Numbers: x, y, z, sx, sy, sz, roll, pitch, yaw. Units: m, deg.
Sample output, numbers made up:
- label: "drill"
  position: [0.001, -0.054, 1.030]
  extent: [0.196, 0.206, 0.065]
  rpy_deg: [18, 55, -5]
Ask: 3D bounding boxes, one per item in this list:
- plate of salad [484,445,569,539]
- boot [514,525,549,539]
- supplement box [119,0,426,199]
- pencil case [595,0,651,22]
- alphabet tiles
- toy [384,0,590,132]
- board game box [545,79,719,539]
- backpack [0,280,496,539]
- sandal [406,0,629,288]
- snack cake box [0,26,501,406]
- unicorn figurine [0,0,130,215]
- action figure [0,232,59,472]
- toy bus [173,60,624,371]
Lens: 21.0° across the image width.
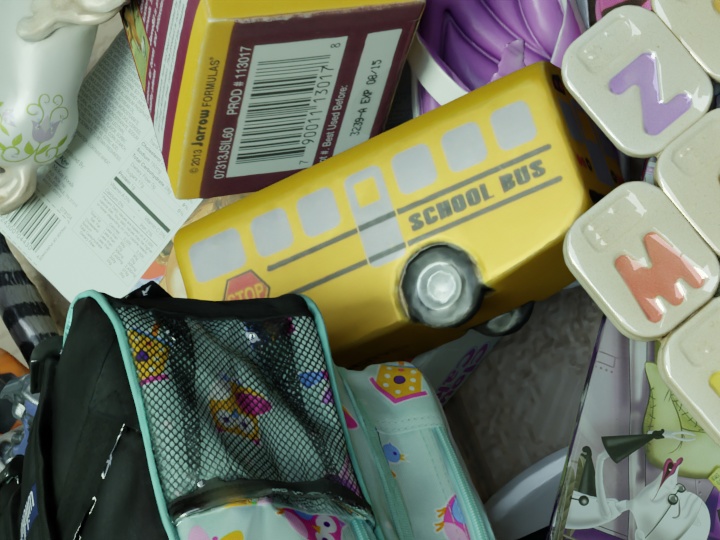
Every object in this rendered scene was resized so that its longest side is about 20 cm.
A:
- label: "plate of salad"
  position: [0.119, 0.161, 0.749]
  extent: [0.199, 0.048, 0.201]
  rpy_deg: [-3, 77, 11]
- label: "boot"
  position: [0.112, 0.059, 0.713]
  extent: [0.198, 0.073, 0.163]
  rpy_deg: [-8, 72, 8]
- label: "supplement box"
  position: [-0.051, -0.142, 0.771]
  extent: [0.085, 0.110, 0.200]
  rpy_deg: [-8, 58, -19]
- label: "pencil case"
  position: [0.193, -0.090, 0.722]
  extent: [0.199, 0.091, 0.094]
  rpy_deg: [-18, 48, 20]
- label: "alphabet tiles"
  position: [0.171, -0.035, 0.650]
  extent: [0.200, 0.015, 0.196]
  rpy_deg: [-39, 81, -3]
- label: "toy"
  position: [0.040, -0.149, 0.808]
  extent: [0.115, 0.047, 0.201]
  rpy_deg: [-4, 89, 21]
- label: "board game box"
  position: [0.140, 0.034, 0.665]
  extent: [0.120, 0.032, 0.201]
  rpy_deg: [15, 78, 3]
- label: "backpack"
  position: [-0.039, 0.127, 0.639]
  extent: [0.200, 0.153, 0.176]
  rpy_deg: [-103, 30, -41]
- label: "sandal"
  position: [0.051, -0.090, 0.754]
  extent: [0.082, 0.050, 0.203]
  rpy_deg: [-12, 92, 13]
- label: "snack cake box"
  position: [-0.050, -0.002, 0.820]
  extent: [0.200, 0.067, 0.115]
  rpy_deg: [44, 101, 19]
- label: "unicorn figurine"
  position: [-0.132, -0.110, 0.780]
  extent: [0.137, 0.074, 0.200]
  rpy_deg: [50, 143, 44]
- label: "action figure"
  position: [-0.124, 0.059, 0.814]
  extent: [0.193, 0.200, 0.105]
  rpy_deg: [40, 58, 13]
- label: "toy bus"
  position: [0.000, 0.000, 0.726]
  extent: [0.200, 0.065, 0.079]
  rpy_deg: [-24, 76, 21]
